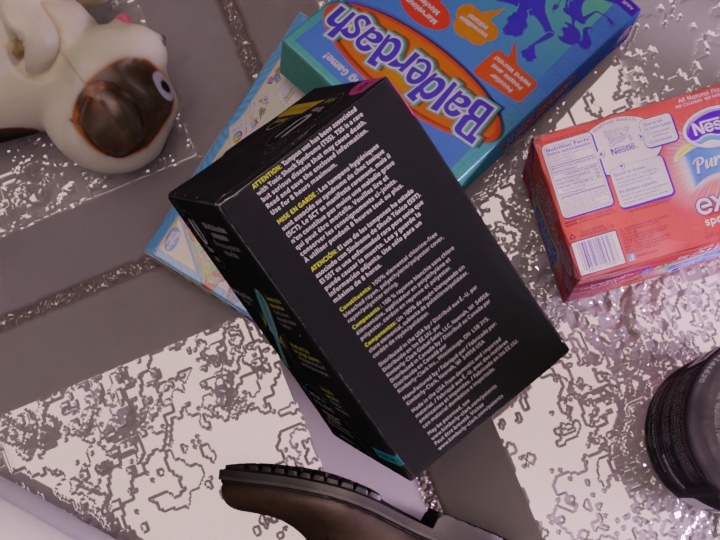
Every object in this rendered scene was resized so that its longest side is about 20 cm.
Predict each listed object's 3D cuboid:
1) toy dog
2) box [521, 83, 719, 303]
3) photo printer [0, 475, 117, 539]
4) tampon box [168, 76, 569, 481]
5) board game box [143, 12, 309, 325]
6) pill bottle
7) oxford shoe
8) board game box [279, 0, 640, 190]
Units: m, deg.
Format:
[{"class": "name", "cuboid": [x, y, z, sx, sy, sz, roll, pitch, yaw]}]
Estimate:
[{"class": "toy dog", "cuboid": [-0.220, -0.131, 0.890, 0.199, 0.140, 0.195, 15, 82, 3]}, {"class": "box", "cuboid": [0.217, -0.058, 0.878, 0.199, 0.095, 0.103, -17, 80, -1]}, {"class": "photo printer", "cuboid": [-0.207, 0.244, 0.857, 0.200, 0.069, 0.167, 28, 83, 7]}, {"class": "tampon box", "cuboid": [0.000, 0.000, 0.812, 0.126, 0.150, 0.200, -38, 106, -12]}, {"class": "board game box", "cuboid": [-0.038, -0.059, 0.920, 0.134, 0.034, 0.200, 32, 83, 7]}, {"class": "pill bottle", "cuboid": [0.238, 0.094, 0.798, 0.106, 0.200, 0.107, 0, 80, 3]}, {"class": "oxford shoe", "cuboid": [-0.005, 0.179, 0.859, 0.199, 0.073, 0.085, 20, 84, 6]}, {"class": "board game box", "cuboid": [0.068, -0.156, 0.901, 0.152, 0.045, 0.200, 42, 71, 11]}]
